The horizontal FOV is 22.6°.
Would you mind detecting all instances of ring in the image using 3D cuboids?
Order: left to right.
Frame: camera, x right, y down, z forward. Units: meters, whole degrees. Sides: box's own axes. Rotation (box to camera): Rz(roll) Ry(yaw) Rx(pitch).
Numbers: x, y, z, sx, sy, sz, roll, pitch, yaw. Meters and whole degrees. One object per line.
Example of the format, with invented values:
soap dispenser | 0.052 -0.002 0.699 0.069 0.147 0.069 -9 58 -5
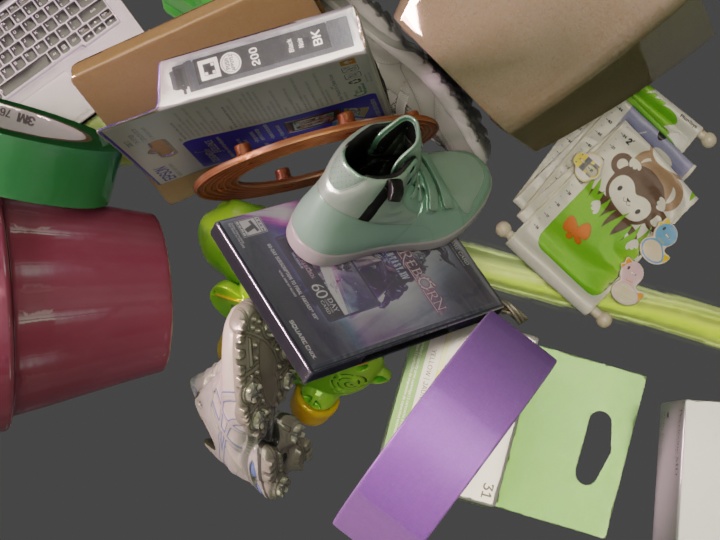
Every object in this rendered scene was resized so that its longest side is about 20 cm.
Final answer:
ring | -0.036 -0.093 1.418 0.199 0.200 0.019 -16 83 -3

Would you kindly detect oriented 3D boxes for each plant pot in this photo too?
plant pot | -0.247 0.023 1.417 0.178 0.200 0.201 -4 84 -17
plant pot | 0.145 -0.208 1.438 0.177 0.200 0.200 -46 77 9

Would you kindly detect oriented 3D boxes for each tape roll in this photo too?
tape roll | -0.285 -0.099 1.388 0.199 0.200 0.048 17 100 1
tape roll | 0.064 0.129 1.351 0.066 0.200 0.200 37 84 5

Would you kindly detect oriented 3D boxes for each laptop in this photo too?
laptop | -0.295 -0.206 1.468 0.187 0.116 0.200 -36 86 -4

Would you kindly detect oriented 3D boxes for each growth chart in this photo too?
growth chart | 0.210 -0.066 1.513 0.144 0.018 0.201 33 85 2

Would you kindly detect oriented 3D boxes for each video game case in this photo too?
video game case | 0.000 0.000 1.387 0.199 0.019 0.143 -17 64 -37

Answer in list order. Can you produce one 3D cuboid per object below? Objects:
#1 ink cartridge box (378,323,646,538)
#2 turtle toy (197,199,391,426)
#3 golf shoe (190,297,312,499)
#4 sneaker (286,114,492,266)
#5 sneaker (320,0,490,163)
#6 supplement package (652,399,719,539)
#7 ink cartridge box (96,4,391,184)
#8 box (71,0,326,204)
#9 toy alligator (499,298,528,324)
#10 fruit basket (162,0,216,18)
ink cartridge box | 0.125 0.125 1.476 0.199 0.048 0.146 16 83 3
turtle toy | -0.053 0.023 1.446 0.200 0.146 0.101 37 53 2
golf shoe | -0.100 0.095 1.410 0.097 0.201 0.078 21 47 25
sneaker | 0.046 -0.072 1.374 0.200 0.118 0.074 -21 67 -39
sneaker | 0.027 -0.152 1.502 0.200 0.075 0.082 46 104 6
supplement package | 0.318 0.209 1.439 0.155 0.111 0.201 5 83 -1
ink cartridge box | -0.083 -0.126 1.335 0.199 0.198 0.044 -16 80 3
box | -0.104 -0.143 1.430 0.199 0.164 0.021 -23 45 12
toy alligator | 0.044 -0.002 1.480 0.200 0.059 0.054 39 85 3
fruit basket | -0.053 -0.271 1.446 0.214 0.156 0.217 -3 69 9
